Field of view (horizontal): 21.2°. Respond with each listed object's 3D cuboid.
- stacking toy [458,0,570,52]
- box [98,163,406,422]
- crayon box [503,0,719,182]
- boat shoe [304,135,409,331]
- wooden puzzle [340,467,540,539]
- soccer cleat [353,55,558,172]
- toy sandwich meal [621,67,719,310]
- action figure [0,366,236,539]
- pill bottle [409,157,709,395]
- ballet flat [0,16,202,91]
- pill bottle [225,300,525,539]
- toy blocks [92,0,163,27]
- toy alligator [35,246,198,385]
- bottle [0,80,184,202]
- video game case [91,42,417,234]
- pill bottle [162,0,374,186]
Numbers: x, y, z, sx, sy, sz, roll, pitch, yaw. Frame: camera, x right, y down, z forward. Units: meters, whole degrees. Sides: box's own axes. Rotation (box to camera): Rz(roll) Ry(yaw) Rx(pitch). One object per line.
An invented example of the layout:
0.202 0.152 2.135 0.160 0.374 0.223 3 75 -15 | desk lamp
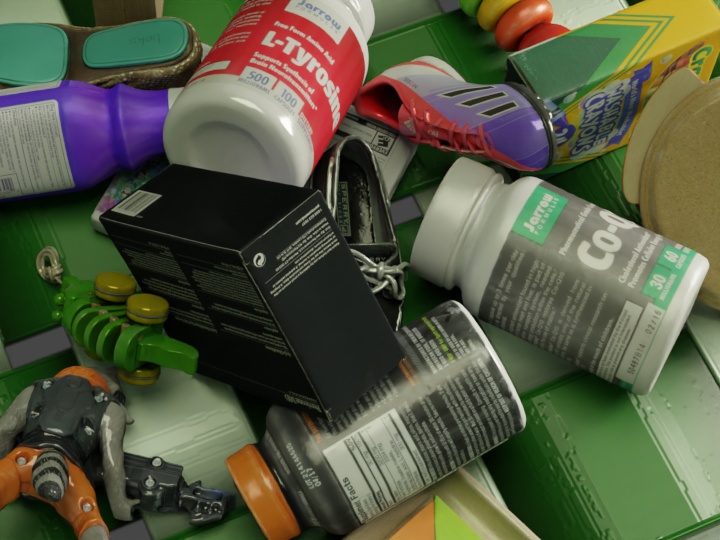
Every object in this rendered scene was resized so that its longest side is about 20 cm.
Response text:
0.111 -0.229 1.558 0.085 0.085 0.200 -31 71 -18 | stacking toy
-0.077 0.011 1.327 0.079 0.142 0.200 -37 27 -24 | box
0.204 -0.148 1.489 0.199 0.126 0.052 -24 65 -15 | crayon box
0.003 0.000 1.413 0.073 0.068 0.201 3 72 -22 | boat shoe
0.051 0.246 1.319 0.185 0.037 0.200 42 68 18 | wooden puzzle
0.072 -0.111 1.442 0.073 0.069 0.200 -19 28 -26 | soccer cleat
0.296 -0.061 1.452 0.204 0.070 0.207 1 97 10 | toy sandwich meal
-0.182 0.133 1.321 0.198 0.105 0.194 9 33 -3 | action figure
0.144 0.001 1.412 0.199 0.113 0.113 25 63 10 | pill bottle
-0.218 -0.157 1.505 0.198 0.065 0.071 1 64 11 | ballet flat
0.007 0.113 1.340 0.199 0.106 0.107 -29 66 -4 | pill bottle
-0.181 -0.279 1.535 0.099 0.137 0.201 4 62 -1 | toy blocks
-0.193 0.032 1.379 0.054 0.060 0.200 -9 28 -43 | toy alligator
-0.225 -0.101 1.456 0.198 0.084 0.065 -9 20 2 | bottle
-0.080 -0.070 1.492 0.199 0.024 0.183 23 63 9 | video game case
-0.061 -0.142 1.442 0.112 0.113 0.200 20 46 8 | pill bottle
